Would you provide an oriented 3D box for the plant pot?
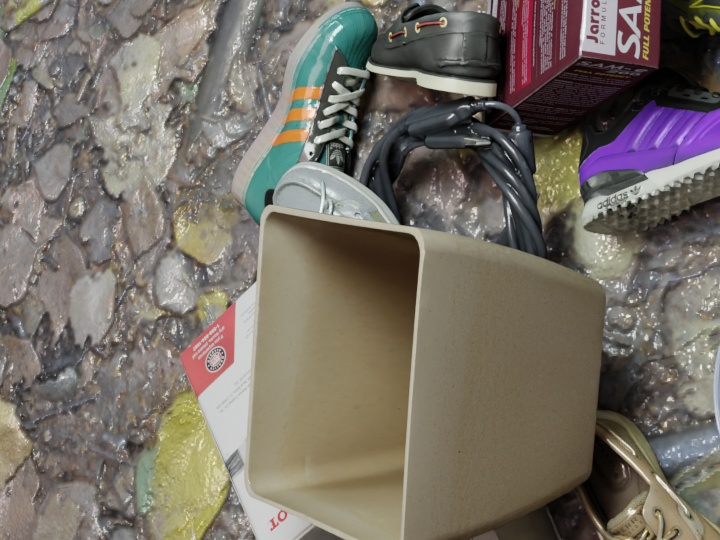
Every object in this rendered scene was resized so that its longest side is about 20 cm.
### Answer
[{"bbox_3d":[0.051,0.065,1.138,0.199,0.176,0.201,11,99,57],"label":"plant pot"}]

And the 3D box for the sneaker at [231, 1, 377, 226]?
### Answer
[{"bbox_3d":[-0.030,-0.117,1.391,0.080,0.071,0.201,43,115,36],"label":"sneaker"}]

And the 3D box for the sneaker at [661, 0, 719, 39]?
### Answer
[{"bbox_3d":[0.258,-0.187,1.168,0.199,0.074,0.085,-20,69,34],"label":"sneaker"}]

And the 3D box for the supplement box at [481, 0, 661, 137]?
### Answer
[{"bbox_3d":[0.145,-0.170,1.197,0.200,0.060,0.110,149,126,-74],"label":"supplement box"}]

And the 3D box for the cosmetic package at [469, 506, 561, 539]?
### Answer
[{"bbox_3d":[0.051,0.245,1.228,0.200,0.087,0.104,-35,59,29],"label":"cosmetic package"}]

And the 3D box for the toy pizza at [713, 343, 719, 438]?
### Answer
[{"bbox_3d":[0.318,0.074,1.089,0.199,0.032,0.202,-10,75,38],"label":"toy pizza"}]

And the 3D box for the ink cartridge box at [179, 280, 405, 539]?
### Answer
[{"bbox_3d":[-0.037,0.109,1.333,0.147,0.083,0.201,-42,57,24],"label":"ink cartridge box"}]

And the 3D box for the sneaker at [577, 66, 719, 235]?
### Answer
[{"bbox_3d":[0.231,-0.099,1.174,0.199,0.069,0.100,-20,66,34],"label":"sneaker"}]

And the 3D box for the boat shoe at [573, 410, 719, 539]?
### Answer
[{"bbox_3d":[0.191,0.176,1.146,0.071,0.064,0.200,-50,54,19],"label":"boat shoe"}]

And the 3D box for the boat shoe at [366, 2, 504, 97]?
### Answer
[{"bbox_3d":[0.056,-0.168,1.289,0.201,0.073,0.064,-151,66,-72],"label":"boat shoe"}]

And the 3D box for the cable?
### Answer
[{"bbox_3d":[0.070,-0.043,1.283,0.200,0.051,0.164,-13,98,53],"label":"cable"}]

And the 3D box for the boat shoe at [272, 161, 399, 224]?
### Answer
[{"bbox_3d":[0.000,0.002,1.285,0.202,0.065,0.074,53,125,12],"label":"boat shoe"}]
